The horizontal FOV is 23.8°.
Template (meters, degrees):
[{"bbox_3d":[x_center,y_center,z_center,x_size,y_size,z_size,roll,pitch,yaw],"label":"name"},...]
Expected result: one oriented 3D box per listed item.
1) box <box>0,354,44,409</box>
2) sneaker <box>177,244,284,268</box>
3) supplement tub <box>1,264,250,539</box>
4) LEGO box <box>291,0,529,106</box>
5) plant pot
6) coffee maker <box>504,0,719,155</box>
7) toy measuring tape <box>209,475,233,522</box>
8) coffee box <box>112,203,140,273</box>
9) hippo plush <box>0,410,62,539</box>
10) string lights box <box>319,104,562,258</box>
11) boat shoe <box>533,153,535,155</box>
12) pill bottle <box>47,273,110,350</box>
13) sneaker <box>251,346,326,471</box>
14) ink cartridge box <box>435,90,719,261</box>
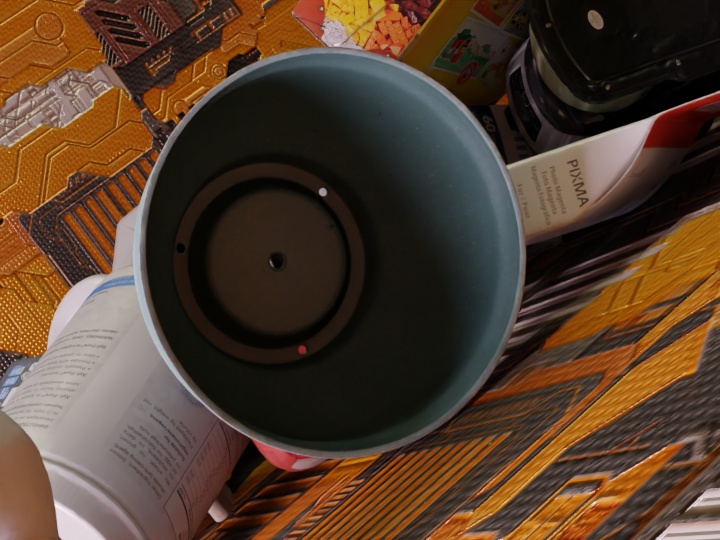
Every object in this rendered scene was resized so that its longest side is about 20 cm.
[{"bbox_3d":[-0.198,0.130,1.121,0.157,0.051,0.200,-9,36,28],"label":"box"},{"bbox_3d":[-0.119,0.015,1.082,0.199,0.105,0.060,3,35,33],"label":"sneaker"},{"bbox_3d":[-0.140,0.100,0.979,0.132,0.132,0.200,-34,17,41],"label":"supplement tub"},{"bbox_3d":[0.064,-0.185,1.111,0.149,0.077,0.200,-51,-19,13],"label":"LEGO box"},{"bbox_3d":[-0.030,-0.006,0.896,0.200,0.201,0.134,-38,9,-16],"label":"plant pot"},{"bbox_3d":[0.189,-0.141,1.060,0.191,0.136,0.200,4,-9,3],"label":"coffee maker"},{"bbox_3d":[-0.125,0.143,1.159,0.073,0.074,0.200,-37,14,0],"label":"toy measuring tape"},{"bbox_3d":[-0.093,0.006,1.421,0.113,0.200,0.080,-34,39,33],"label":"coffee box"},{"bbox_3d":[-0.145,0.132,0.654,0.200,0.161,0.159,-37,3,4],"label":"hippo plush"},{"bbox_3d":[0.035,-0.050,1.105,0.199,0.103,0.059,-6,-16,-44],"label":"string lights box"},{"bbox_3d":[0.133,-0.068,1.223,0.200,0.066,0.074,-30,26,28],"label":"boat shoe"},{"bbox_3d":[-0.131,0.065,1.308,0.112,0.113,0.199,-34,-26,35],"label":"pill bottle"},{"bbox_3d":[0.018,0.036,0.996,0.115,0.078,0.200,-36,5,40],"label":"sneaker"},{"bbox_3d":[0.158,-0.058,0.978,0.199,0.057,0.162,-14,-1,21],"label":"ink cartridge box"}]
